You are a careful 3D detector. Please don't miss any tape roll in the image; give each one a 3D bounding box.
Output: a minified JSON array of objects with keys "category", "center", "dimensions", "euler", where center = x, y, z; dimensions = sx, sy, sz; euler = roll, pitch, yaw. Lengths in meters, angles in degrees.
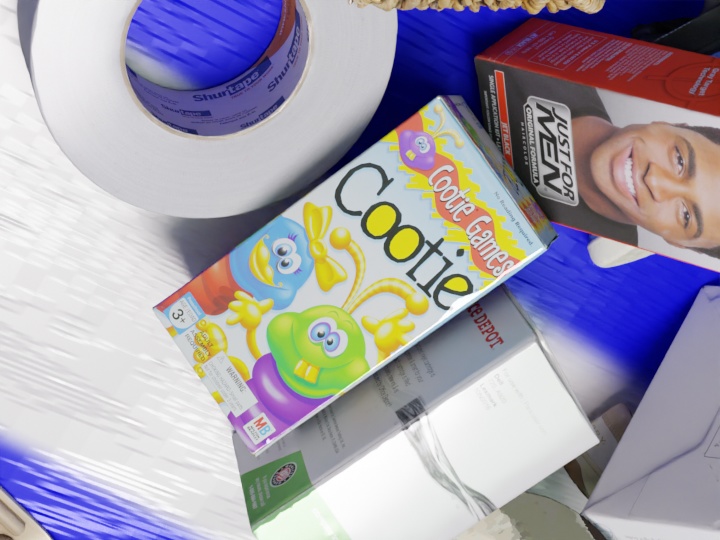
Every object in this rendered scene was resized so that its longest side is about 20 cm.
[{"category":"tape roll","center":[-0.084,-0.132,1.024],"dimensions":[0.199,0.066,0.201],"euler":[-8,120,-14]}]

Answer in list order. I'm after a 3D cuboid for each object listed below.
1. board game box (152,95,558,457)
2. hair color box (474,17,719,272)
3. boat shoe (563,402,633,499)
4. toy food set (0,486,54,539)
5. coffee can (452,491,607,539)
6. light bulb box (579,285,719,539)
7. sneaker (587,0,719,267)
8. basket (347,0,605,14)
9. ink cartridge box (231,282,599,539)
[{"category":"board game box","center":[0.000,0.000,1.070],"dimensions":[0.200,0.105,0.103],"euler":[-36,88,11]},{"category":"hair color box","center":[0.163,-0.069,1.060],"dimensions":[0.061,0.199,0.102],"euler":[-36,130,-37]},{"category":"boat shoe","center":[0.216,0.165,1.286],"dimensions":[0.065,0.072,0.200],"euler":[-42,117,9]},{"category":"toy food set","center":[-0.286,0.169,1.130],"dimensions":[0.143,0.060,0.200],"euler":[-36,122,4]},{"category":"coffee can","center":[0.083,0.247,1.194],"dimensions":[0.145,0.147,0.200],"euler":[-11,151,-11]},{"category":"light bulb box","center":[0.268,0.148,1.208],"dimensions":[0.200,0.124,0.199],"euler":[54,55,-33]},{"category":"sneaker","center":[0.190,-0.090,1.139],"dimensions":[0.076,0.112,0.200],"euler":[-15,160,-38]},{"category":"basket","center":[0.076,-0.234,0.935],"dimensions":[0.148,0.143,0.202],"euler":[-1,88,-17]},{"category":"ink cartridge box","center":[0.029,0.101,1.136],"dimensions":[0.199,0.146,0.085],"euler":[-33,108,3]}]
